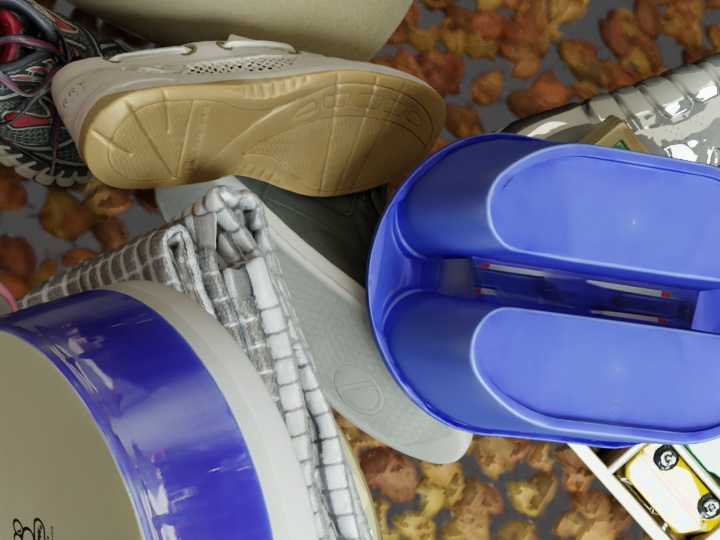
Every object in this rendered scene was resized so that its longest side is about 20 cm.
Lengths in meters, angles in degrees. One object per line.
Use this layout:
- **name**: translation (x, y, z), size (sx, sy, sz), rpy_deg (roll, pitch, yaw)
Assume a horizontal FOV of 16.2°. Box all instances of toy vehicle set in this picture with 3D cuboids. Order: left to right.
- **toy vehicle set**: translation (0.144, 0.037, 1.267), size (0.124, 0.027, 0.200), rpy_deg (-42, 103, 2)

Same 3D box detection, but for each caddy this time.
- **caddy**: translation (0.101, 0.010, 1.180), size (0.199, 0.105, 0.142), rpy_deg (8, 86, -25)

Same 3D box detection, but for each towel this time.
- **towel**: translation (-0.083, 0.077, 1.164), size (0.085, 0.165, 0.201), rpy_deg (-14, 83, -33)

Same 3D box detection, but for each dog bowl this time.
- **dog bowl**: translation (-0.105, 0.109, 1.069), size (0.079, 0.200, 0.201), rpy_deg (-15, 83, -35)

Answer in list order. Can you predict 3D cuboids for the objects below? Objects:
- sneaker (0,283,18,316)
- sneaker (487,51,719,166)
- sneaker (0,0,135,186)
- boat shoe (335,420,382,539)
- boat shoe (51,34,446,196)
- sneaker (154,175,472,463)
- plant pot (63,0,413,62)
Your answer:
- **sneaker**: translation (-0.259, 0.025, 1.191), size (0.199, 0.079, 0.096), rpy_deg (-13, 38, -2)
- **sneaker**: translation (0.166, -0.045, 1.319), size (0.199, 0.075, 0.116), rpy_deg (-18, 89, -8)
- **sneaker**: translation (-0.156, -0.090, 1.196), size (0.200, 0.074, 0.081), rpy_deg (11, 72, -52)
- **boat shoe**: translation (-0.024, 0.146, 1.222), size (0.062, 0.073, 0.201), rpy_deg (-16, 82, -19)
- **boat shoe**: translation (-0.051, -0.081, 1.189), size (0.199, 0.071, 0.069), rpy_deg (1, 34, -36)
- **sneaker**: translation (0.000, 0.000, 1.239), size (0.200, 0.071, 0.099), rpy_deg (45, 46, 7)
- **plant pot**: translation (-0.072, -0.178, 1.232), size (0.200, 0.187, 0.188), rpy_deg (39, 72, -22)
